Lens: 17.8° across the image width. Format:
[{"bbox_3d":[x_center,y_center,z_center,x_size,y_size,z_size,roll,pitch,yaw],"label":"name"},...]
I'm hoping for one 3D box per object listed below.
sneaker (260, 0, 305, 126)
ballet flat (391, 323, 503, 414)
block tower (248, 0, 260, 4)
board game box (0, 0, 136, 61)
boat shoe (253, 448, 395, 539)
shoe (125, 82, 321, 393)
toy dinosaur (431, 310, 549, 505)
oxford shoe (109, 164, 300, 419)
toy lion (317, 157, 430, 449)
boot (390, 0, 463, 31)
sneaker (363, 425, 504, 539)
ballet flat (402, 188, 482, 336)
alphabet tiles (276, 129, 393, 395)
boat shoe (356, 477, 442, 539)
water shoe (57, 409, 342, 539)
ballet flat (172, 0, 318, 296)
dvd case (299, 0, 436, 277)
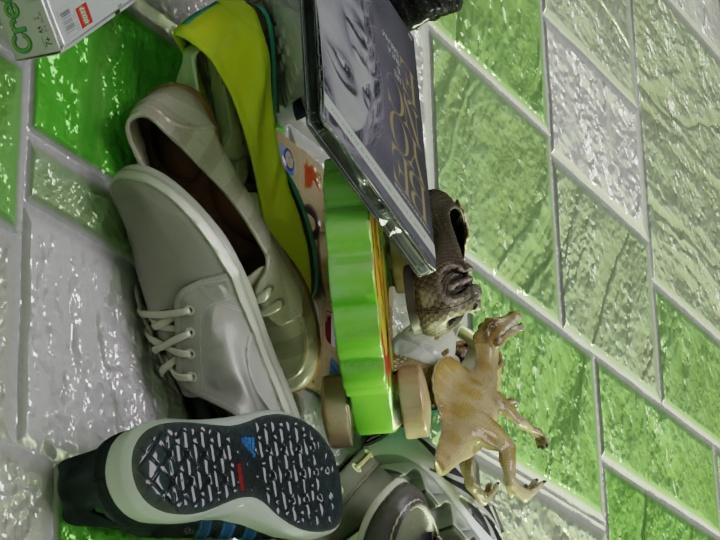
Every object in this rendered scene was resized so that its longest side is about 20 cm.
[{"bbox_3d":[-0.020,-0.141,1.458,0.200,0.080,0.077,127,-45,-88],"label":"sneaker"},{"bbox_3d":[0.046,0.064,1.569,0.200,0.070,0.066,9,97,-70],"label":"ballet flat"},{"bbox_3d":[-0.068,-0.247,1.522,0.200,0.058,0.054,62,29,-24],"label":"block tower"},{"bbox_3d":[-0.169,-0.224,1.192,0.126,0.035,0.201,-47,123,-54],"label":"board game box"},{"bbox_3d":[-0.039,0.162,1.378,0.060,0.072,0.201,51,35,11],"label":"boat shoe"},{"bbox_3d":[-0.085,-0.013,1.360,0.201,0.070,0.053,64,15,-6],"label":"shoe"},{"bbox_3d":[0.073,0.107,1.504,0.101,0.058,0.200,56,31,-18],"label":"toy dinosaur"},{"bbox_3d":[-0.096,0.033,1.327,0.058,0.075,0.201,-35,112,-34],"label":"oxford shoe"},{"bbox_3d":[0.000,0.000,1.416,0.192,0.068,0.200,81,4,-46],"label":"toy lion"},{"bbox_3d":[-0.002,-0.224,1.489,0.211,0.079,0.158,-24,98,-66],"label":"boot"},{"bbox_3d":[0.067,0.176,1.570,0.200,0.074,0.089,57,28,-28],"label":"sneaker"},{"bbox_3d":[0.057,-0.006,1.468,0.200,0.046,0.068,-73,152,-74],"label":"ballet flat"},{"bbox_3d":[-0.027,0.005,1.541,0.200,0.006,0.167,38,45,-52],"label":"alphabet tiles"},{"bbox_3d":[0.030,0.209,1.397,0.067,0.057,0.201,-39,146,-41],"label":"boat shoe"},{"bbox_3d":[-0.087,0.115,1.281,0.200,0.079,0.072,16,65,-54],"label":"water shoe"},{"bbox_3d":[-0.077,-0.066,1.408,0.067,0.067,0.201,-20,110,-32],"label":"ballet flat"},{"bbox_3d":[0.003,-0.115,1.368,0.149,0.016,0.200,53,25,-44],"label":"dvd case"}]
